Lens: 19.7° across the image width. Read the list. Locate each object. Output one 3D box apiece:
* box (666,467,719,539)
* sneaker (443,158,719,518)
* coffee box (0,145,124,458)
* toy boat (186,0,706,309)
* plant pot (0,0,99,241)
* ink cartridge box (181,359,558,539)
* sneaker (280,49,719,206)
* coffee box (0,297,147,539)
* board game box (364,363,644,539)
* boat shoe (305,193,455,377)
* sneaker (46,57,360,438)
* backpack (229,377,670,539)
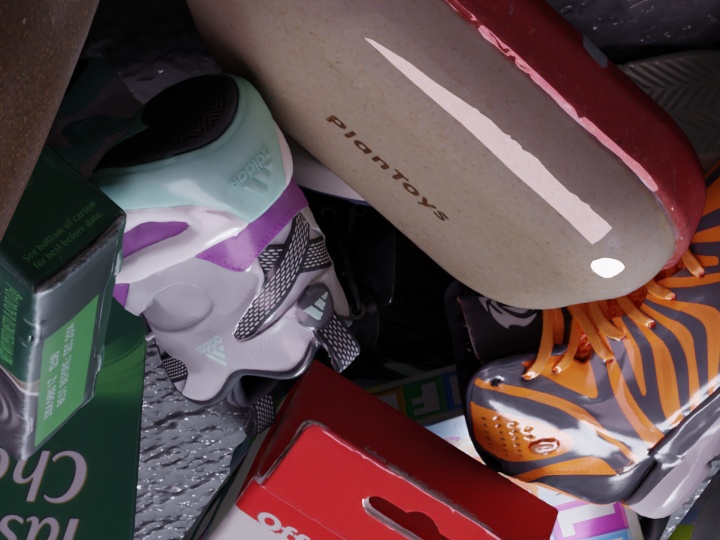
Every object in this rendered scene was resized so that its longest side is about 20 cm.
[{"bbox_3d":[0.194,0.089,0.848,0.048,0.200,0.122,41,166,-10],"label":"box"},{"bbox_3d":[0.096,0.013,0.750,0.111,0.078,0.201,11,127,-16],"label":"sneaker"},{"bbox_3d":[-0.168,-0.037,0.693,0.200,0.044,0.123,41,149,11],"label":"coffee box"},{"bbox_3d":[0.039,-0.089,0.675,0.200,0.131,0.130,41,163,-13],"label":"toy boat"},{"bbox_3d":[-0.139,-0.096,0.556,0.186,0.201,0.187,27,156,13],"label":"plant pot"},{"bbox_3d":[-0.004,0.116,0.810,0.116,0.068,0.200,32,136,-5],"label":"ink cartridge box"},{"bbox_3d":[0.061,-0.034,0.796,0.198,0.076,0.085,2,143,-5],"label":"sneaker"},{"bbox_3d":[-0.145,0.058,0.824,0.122,0.202,0.044,6,176,-11],"label":"coffee box"},{"bbox_3d":[0.057,0.127,0.902,0.133,0.034,0.201,-16,126,5],"label":"board game box"},{"bbox_3d":[0.000,0.002,0.846,0.198,0.075,0.066,22,150,-37],"label":"boat shoe"},{"bbox_3d":[-0.072,0.001,0.746,0.199,0.078,0.141,16,141,57],"label":"sneaker"},{"bbox_3d":[0.033,0.120,0.997,0.198,0.155,0.164,20,144,-6],"label":"backpack"}]
